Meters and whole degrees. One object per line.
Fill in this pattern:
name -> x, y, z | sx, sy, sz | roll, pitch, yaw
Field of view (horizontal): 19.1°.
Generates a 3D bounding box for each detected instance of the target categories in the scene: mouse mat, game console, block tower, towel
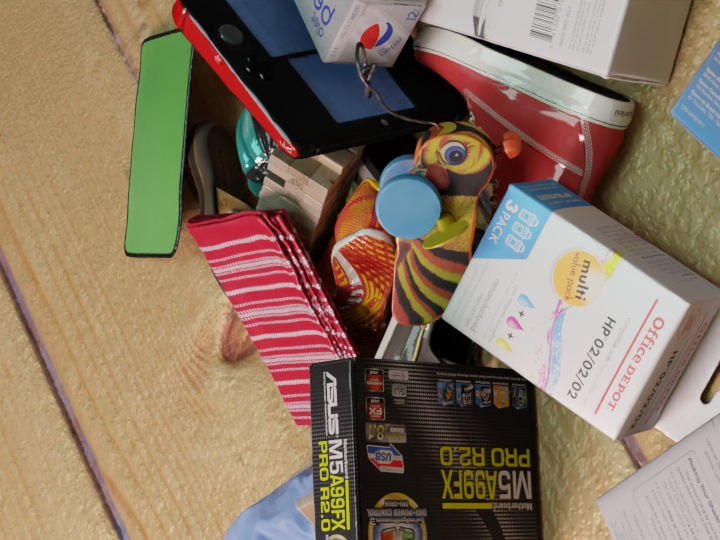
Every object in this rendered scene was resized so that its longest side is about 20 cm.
mouse mat -> -0.176, -0.110, 1.867 | 0.161, 0.008, 0.200 | -177, 91, -68
game console -> -0.031, -0.165, 1.622 | 0.177, 0.200, 0.031 | 49, 130, 23
block tower -> -0.049, -0.043, 1.669 | 0.058, 0.054, 0.200 | 33, 147, 11
towel -> -0.059, 0.040, 1.678 | 0.145, 0.022, 0.200 | -3, 118, 59

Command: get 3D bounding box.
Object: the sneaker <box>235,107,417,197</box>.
sneaker -> -0.034, -0.090, 1.716 | 0.121, 0.084, 0.200 | -53, 56, 30

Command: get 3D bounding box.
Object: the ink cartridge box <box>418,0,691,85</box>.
ink cartridge box -> 0.141, -0.229, 1.549 | 0.200, 0.084, 0.145 | 23, 103, 39

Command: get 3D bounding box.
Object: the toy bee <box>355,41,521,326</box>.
toy bee -> 0.063, -0.058, 1.516 | 0.109, 0.200, 0.131 | -6, 40, 7

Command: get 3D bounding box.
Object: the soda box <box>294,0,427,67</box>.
soda box -> -0.022, -0.247, 1.616 | 0.068, 0.063, 0.200 | -60, 41, 41

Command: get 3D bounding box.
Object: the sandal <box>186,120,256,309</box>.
sandal -> -0.096, -0.041, 1.791 | 0.055, 0.082, 0.200 | -21, 63, 18

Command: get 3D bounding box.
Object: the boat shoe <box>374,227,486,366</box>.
boat shoe -> 0.056, 0.063, 1.619 | 0.061, 0.072, 0.201 | 15, 94, 48

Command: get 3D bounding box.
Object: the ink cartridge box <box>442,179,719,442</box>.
ink cartridge box -> 0.170, 0.036, 1.482 | 0.200, 0.068, 0.115 | 35, 112, 25

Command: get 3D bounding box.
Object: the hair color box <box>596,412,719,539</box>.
hair color box -> 0.260, 0.147, 1.419 | 0.200, 0.061, 0.100 | -41, 60, 34

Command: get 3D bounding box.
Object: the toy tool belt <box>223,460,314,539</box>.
toy tool belt -> -0.054, 0.217, 1.675 | 0.200, 0.123, 0.125 | -38, 60, 35

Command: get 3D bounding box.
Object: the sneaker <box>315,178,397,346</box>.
sneaker -> 0.000, 0.000, 1.663 | 0.200, 0.073, 0.077 | 122, 166, -57

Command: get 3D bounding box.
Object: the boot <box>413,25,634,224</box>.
boot -> 0.099, -0.094, 1.598 | 0.200, 0.072, 0.144 | 31, 109, 38

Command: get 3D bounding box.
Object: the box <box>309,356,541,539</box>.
box -> 0.050, 0.147, 1.528 | 0.044, 0.200, 0.160 | -11, 77, 43

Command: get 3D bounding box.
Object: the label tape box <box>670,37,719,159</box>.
label tape box -> 0.315, -0.139, 1.394 | 0.143, 0.066, 0.200 | 49, 116, 35
